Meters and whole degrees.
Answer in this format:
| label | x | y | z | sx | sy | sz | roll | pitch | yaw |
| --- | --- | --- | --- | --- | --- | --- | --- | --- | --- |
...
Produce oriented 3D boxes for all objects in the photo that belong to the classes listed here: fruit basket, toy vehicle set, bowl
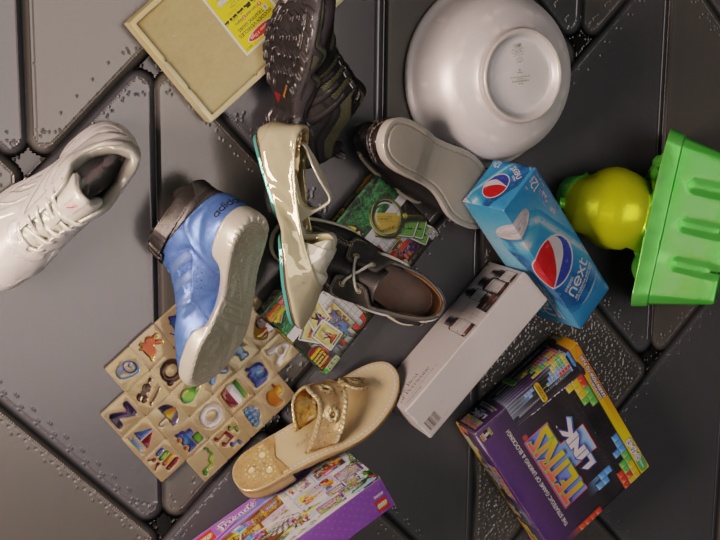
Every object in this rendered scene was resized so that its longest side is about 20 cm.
| label | x | y | z | sx | sy | sz | roll | pitch | yaw |
| --- | --- | --- | --- | --- | --- | --- | --- | --- | --- |
| fruit basket | 0.328 | -0.062 | 1.276 | 0.212 | 0.155 | 0.220 | 0 | 91 | 20 |
| toy vehicle set | -0.119 | -0.260 | 1.092 | 0.200 | 0.026 | 0.125 | -44 | 112 | -11 |
| bowl | 0.153 | -0.208 | 1.182 | 0.198 | 0.090 | 0.205 | -4 | 101 | -23 |

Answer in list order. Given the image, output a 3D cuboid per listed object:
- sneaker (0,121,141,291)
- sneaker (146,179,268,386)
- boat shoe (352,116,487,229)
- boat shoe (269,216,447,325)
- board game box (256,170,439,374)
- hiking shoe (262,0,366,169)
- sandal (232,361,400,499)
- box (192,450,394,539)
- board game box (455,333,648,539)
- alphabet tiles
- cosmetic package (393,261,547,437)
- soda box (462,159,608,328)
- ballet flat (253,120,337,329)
| label | x | y | z | sx | sy | sz | roll | pitch | yaw |
| --- | --- | --- | --- | --- | --- | --- | --- | --- | --- |
| sneaker | -0.281 | -0.060 | 1.018 | 0.078 | 0.099 | 0.200 | 45 | 81 | -22 |
| sneaker | -0.165 | 0.008 | 1.095 | 0.076 | 0.111 | 0.202 | -20 | 135 | -49 |
| boat shoe | 0.070 | -0.103 | 1.179 | 0.199 | 0.060 | 0.075 | 25 | 80 | -42 |
| boat shoe | 0.000 | 0.000 | 1.139 | 0.198 | 0.068 | 0.073 | 27 | 87 | -20 |
| board game box | -0.011 | 0.001 | 1.182 | 0.105 | 0.023 | 0.201 | 42 | 80 | -21 |
| hiking shoe | -0.042 | -0.196 | 1.100 | 0.100 | 0.076 | 0.203 | -20 | 134 | -37 |
| sandal | -0.049 | 0.155 | 1.155 | 0.210 | 0.078 | 0.070 | -36 | 142 | -10 |
| box | -0.075 | 0.264 | 1.139 | 0.199 | 0.137 | 0.039 | -33 | 109 | -14 |
| board game box | 0.229 | 0.205 | 1.303 | 0.165 | 0.057 | 0.201 | -40 | 111 | -13 |
| alphabet tiles | -0.164 | 0.116 | 1.149 | 0.200 | 0.006 | 0.167 | -43 | 111 | -11 |
| cosmetic package | 0.110 | 0.083 | 1.218 | 0.051 | 0.082 | 0.200 | 45 | 80 | -20 |
| soda box | 0.196 | -0.027 | 1.217 | 0.064 | 0.067 | 0.200 | -51 | 126 | -16 |
| ballet flat | -0.055 | -0.045 | 1.065 | 0.068 | 0.069 | 0.204 | -14 | 98 | -20 |
